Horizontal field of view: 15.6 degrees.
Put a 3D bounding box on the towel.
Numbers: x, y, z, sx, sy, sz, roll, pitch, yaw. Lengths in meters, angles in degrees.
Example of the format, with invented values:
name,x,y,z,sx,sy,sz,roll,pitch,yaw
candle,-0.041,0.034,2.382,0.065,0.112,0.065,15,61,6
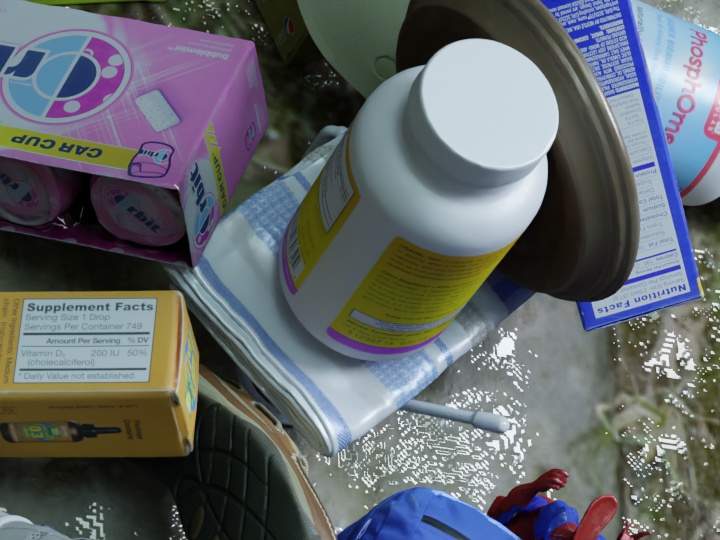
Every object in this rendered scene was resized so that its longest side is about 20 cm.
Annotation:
name,x,y,z,sx,sy,sz,roll,pitch,yaw
towel,0.000,0.000,1.459,0.200,0.024,0.147,-36,81,-35

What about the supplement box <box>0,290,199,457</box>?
name,x,y,z,sx,sy,sz,roll,pitch,yaw
supplement box,-0.184,0.053,1.346,0.199,0.067,0.069,2,57,5

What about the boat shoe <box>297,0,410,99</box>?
name,x,y,z,sx,sy,sz,roll,pitch,yaw
boat shoe,0.028,-0.135,1.557,0.202,0.074,0.063,53,33,-12

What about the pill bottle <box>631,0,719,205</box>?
name,x,y,z,sx,sy,sz,roll,pitch,yaw
pill bottle,0.183,-0.106,1.642,0.199,0.109,0.109,20,55,-14

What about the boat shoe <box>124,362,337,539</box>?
name,x,y,z,sx,sy,sz,roll,pitch,yaw
boat shoe,-0.061,0.103,1.383,0.074,0.076,0.200,14,22,-39

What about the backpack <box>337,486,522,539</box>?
name,x,y,z,sx,sy,sz,roll,pitch,yaw
backpack,0.034,0.215,1.349,0.162,0.168,0.200,40,49,-8

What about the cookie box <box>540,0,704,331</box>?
name,x,y,z,sx,sy,sz,roll,pitch,yaw
cookie box,0.129,-0.095,1.490,0.075,0.201,0.171,-15,24,5

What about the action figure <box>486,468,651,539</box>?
name,x,y,z,sx,sy,sz,roll,pitch,yaw
action figure,0.113,0.141,1.420,0.065,0.200,0.052,40,79,-10

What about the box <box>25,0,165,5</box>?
name,x,y,z,sx,sy,sz,roll,pitch,yaw
box,-0.188,-0.255,1.586,0.121,0.048,0.201,-6,66,-29

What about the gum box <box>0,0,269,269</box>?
name,x,y,z,sx,sy,sz,roll,pitch,yaw
gum box,-0.164,-0.081,1.434,0.199,0.066,0.114,11,51,18

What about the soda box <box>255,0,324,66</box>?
name,x,y,z,sx,sy,sz,roll,pitch,yaw
soda box,0.033,-0.187,1.644,0.199,0.064,0.068,-15,71,-31

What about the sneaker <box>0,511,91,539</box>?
name,x,y,z,sx,sy,sz,roll,pitch,yaw
sneaker,-0.179,0.212,1.268,0.075,0.082,0.201,32,63,-51

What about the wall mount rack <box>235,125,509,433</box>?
name,x,y,z,sx,sy,sz,roll,pitch,yaw
wall mount rack,0.020,0.014,1.514,0.173,0.075,0.200,34,54,-7

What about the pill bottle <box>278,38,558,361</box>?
name,x,y,z,sx,sy,sz,roll,pitch,yaw
pill bottle,0.032,-0.037,1.353,0.104,0.200,0.105,8,62,-16

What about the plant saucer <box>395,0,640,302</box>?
name,x,y,z,sx,sy,sz,roll,pitch,yaw
plant saucer,0.077,-0.070,1.405,0.029,0.200,0.201,-27,76,-21
